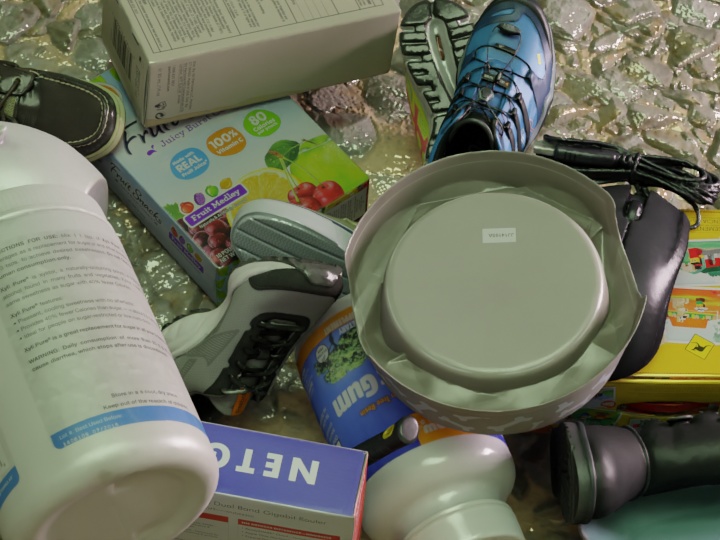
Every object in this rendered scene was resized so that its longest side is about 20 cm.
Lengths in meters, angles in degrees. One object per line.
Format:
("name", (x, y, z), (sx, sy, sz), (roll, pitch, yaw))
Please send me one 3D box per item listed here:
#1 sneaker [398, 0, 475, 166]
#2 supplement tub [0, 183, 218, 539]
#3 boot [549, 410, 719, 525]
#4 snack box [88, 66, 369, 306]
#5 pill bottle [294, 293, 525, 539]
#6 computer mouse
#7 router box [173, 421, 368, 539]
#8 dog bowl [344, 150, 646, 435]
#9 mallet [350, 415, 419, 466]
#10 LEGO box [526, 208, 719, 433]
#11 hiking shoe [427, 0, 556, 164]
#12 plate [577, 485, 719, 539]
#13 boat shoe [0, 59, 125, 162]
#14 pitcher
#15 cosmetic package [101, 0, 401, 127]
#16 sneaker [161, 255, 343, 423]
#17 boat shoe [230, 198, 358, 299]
("sneaker", (0.078, -0.099, 1.748), (0.078, 0.090, 0.200), (-9, 79, -1))
("supplement tub", (-0.175, 0.064, 1.361), (0.132, 0.132, 0.200), (-17, 59, -15))
("boot", (0.231, 0.127, 1.547), (0.199, 0.165, 0.066), (-1, 96, 0))
("snack box", (-0.109, -0.085, 1.736), (0.142, 0.053, 0.200), (-31, 62, -24))
("pill bottle", (0.038, 0.117, 1.569), (0.112, 0.112, 0.200), (-15, 57, -14))
("computer mouse", (0.175, -0.016, 1.612), (0.138, 0.053, 0.200), (12, 55, 4))
("router box", (-0.099, 0.163, 1.486), (0.199, 0.180, 0.049), (10, 55, 3))
("dog bowl", (0.088, 0.018, 1.528), (0.200, 0.059, 0.200), (-2, 57, 3))
("mallet", (-0.018, 0.125, 1.520), (0.041, 0.200, 0.066), (33, 49, -17))
("LEGO box", (0.212, 0.036, 1.658), (0.199, 0.077, 0.149), (1, 55, -3))
("hiking shoe", (0.095, -0.108, 1.658), (0.074, 0.087, 0.200), (14, 81, 4))
("plate", (0.243, 0.174, 1.531), (0.200, 0.026, 0.200), (-4, 11, 1))
("boat shoe", (-0.270, -0.118, 1.713), (0.200, 0.065, 0.073), (6, 84, 22))
("pitcher", (-0.284, -0.070, 1.642), (0.200, 0.172, 0.121), (15, 46, 8))
("cosmetic package", (-0.083, -0.184, 1.733), (0.200, 0.073, 0.104), (-13, 54, -20))
("sneaker", (-0.070, 0.049, 1.573), (0.074, 0.200, 0.080), (9, 60, -30))
("boat shoe", (0.000, 0.000, 1.665), (0.200, 0.072, 0.062), (27, 36, -12))
